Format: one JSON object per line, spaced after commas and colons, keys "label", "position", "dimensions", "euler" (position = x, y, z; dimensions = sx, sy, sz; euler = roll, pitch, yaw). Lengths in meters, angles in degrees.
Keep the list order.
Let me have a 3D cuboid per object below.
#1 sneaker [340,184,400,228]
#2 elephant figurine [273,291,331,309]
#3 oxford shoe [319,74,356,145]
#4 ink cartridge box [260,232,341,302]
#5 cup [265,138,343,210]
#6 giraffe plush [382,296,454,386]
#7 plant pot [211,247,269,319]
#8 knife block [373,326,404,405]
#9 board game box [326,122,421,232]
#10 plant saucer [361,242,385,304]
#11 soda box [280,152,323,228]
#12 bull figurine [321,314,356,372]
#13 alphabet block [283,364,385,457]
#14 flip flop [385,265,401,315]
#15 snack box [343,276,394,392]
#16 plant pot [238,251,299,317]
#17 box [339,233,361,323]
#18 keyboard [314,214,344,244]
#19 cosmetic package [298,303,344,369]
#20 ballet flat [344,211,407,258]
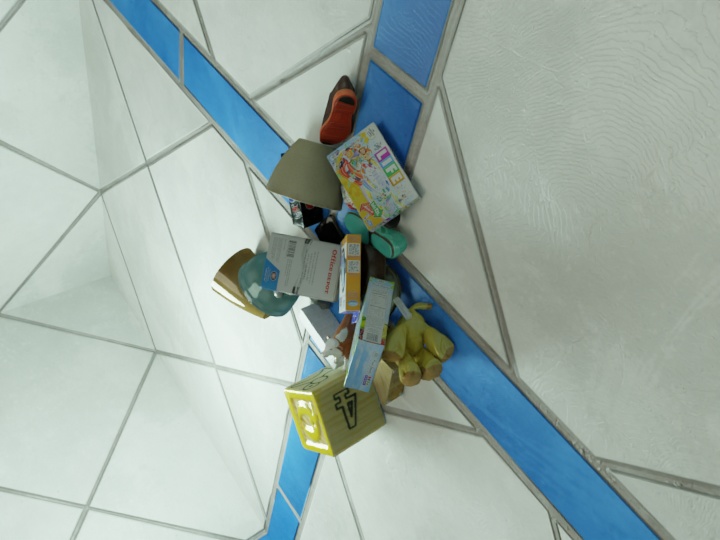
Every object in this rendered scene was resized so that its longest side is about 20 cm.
{"label": "sneaker", "position": [0.021, -0.163, 1.512], "dimensions": [0.203, 0.067, 0.108], "euler": [60, 148, 19]}
{"label": "elephant figurine", "position": [-0.147, 0.017, 1.807], "dimensions": [0.155, 0.197, 0.144], "euler": [-36, 54, 51]}
{"label": "oxford shoe", "position": [-0.052, -0.373, 1.512], "dimensions": [0.200, 0.070, 0.074], "euler": [126, 144, -56]}
{"label": "ink cartridge box", "position": [-0.145, -0.007, 1.667], "dimensions": [0.086, 0.197, 0.149], "euler": [44, -123, -82]}
{"label": "cup", "position": [-0.123, -0.244, 1.586], "dimensions": [0.199, 0.198, 0.145], "euler": [26, 103, 46]}
{"label": "giraffe plush", "position": [0.103, 0.178, 1.521], "dimensions": [0.203, 0.170, 0.162], "euler": [69, 156, 13]}
{"label": "plant pot", "position": [-0.361, 0.062, 2.120], "dimensions": [0.200, 0.186, 0.187], "euler": [42, 141, 13]}
{"label": "knife block", "position": [0.048, 0.232, 1.705], "dimensions": [0.175, 0.063, 0.202], "euler": [42, 140, 36]}
{"label": "board game box", "position": [0.028, -0.208, 1.426], "dimensions": [0.134, 0.034, 0.202], "euler": [-33, 77, 12]}
{"label": "plant saucer", "position": [0.000, 0.000, 1.592], "dimensions": [0.200, 0.036, 0.204], "euler": [-15, 74, 62]}
{"label": "soda box", "position": [-0.158, -0.223, 1.730], "dimensions": [0.063, 0.070, 0.203], "euler": [20, 125, 50]}
{"label": "bull figurine", "position": [-0.043, 0.190, 1.712], "dimensions": [0.064, 0.200, 0.123], "euler": [15, 127, 17]}
{"label": "alphabet block", "position": [-0.075, 0.395, 1.855], "dimensions": [0.194, 0.198, 0.199], "euler": [-12, 99, 57]}
{"label": "flip flop", "position": [0.041, 0.086, 1.595], "dimensions": [0.081, 0.057, 0.202], "euler": [39, 113, 40]}
{"label": "snack box", "position": [0.021, 0.145, 1.464], "dimensions": [0.067, 0.202, 0.170], "euler": [13, 133, -3]}
{"label": "plant pot", "position": [-0.249, 0.019, 1.922], "dimensions": [0.134, 0.199, 0.202], "euler": [-41, 73, 28]}
{"label": "box", "position": [-0.026, 0.022, 1.522], "dimensions": [0.119, 0.041, 0.204], "euler": [142, 131, -79]}
{"label": "keyboard", "position": [-0.059, -0.045, 1.739], "dimensions": [0.104, 0.039, 0.202], "euler": [-32, 79, 34]}
{"label": "cosmetic package", "position": [-0.095, 0.186, 1.872], "dimensions": [0.201, 0.082, 0.051], "euler": [53, 147, 22]}
{"label": "ballet flat", "position": [0.041, -0.089, 1.519], "dimensions": [0.200, 0.070, 0.068], "euler": [38, 136, 43]}
